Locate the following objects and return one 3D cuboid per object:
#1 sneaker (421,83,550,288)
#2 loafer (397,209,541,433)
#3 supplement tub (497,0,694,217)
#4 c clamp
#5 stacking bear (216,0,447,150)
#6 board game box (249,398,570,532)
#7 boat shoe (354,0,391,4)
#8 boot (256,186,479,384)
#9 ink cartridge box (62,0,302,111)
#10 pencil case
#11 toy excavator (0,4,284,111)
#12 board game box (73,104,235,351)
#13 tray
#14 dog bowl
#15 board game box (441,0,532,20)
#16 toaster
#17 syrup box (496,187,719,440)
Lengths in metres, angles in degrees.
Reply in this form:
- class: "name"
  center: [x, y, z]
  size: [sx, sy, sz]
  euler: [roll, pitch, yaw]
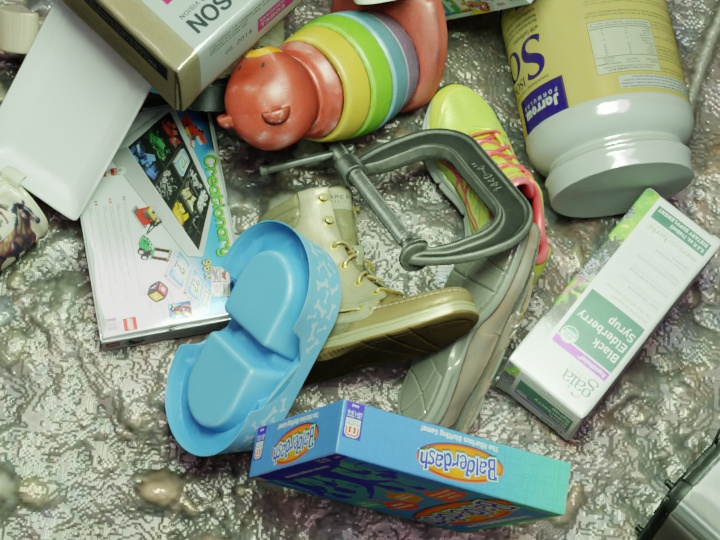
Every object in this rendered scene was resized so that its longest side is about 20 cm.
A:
- class: "sneaker"
  center: [0.116, -0.075, 1.562]
  size: [0.078, 0.090, 0.201]
  euler: [-14, 75, -24]
- class: "loafer"
  center: [0.098, 0.046, 1.511]
  size: [0.063, 0.072, 0.200]
  euler: [20, 102, -35]
- class: "supplement tub"
  center: [0.203, -0.160, 1.574]
  size: [0.145, 0.145, 0.201]
  euler: [-8, 72, -7]
- class: "c clamp"
  center: [0.038, -0.056, 1.493]
  size: [0.170, 0.027, 0.200]
  euler: [-22, 42, -20]
- class: "stacking bear"
  center: [-0.032, -0.159, 1.531]
  size: [0.200, 0.121, 0.114]
  euler: [-28, 115, -44]
- class: "board game box"
  center: [0.037, 0.154, 1.419]
  size: [0.199, 0.152, 0.045]
  euler: [17, 70, -24]
- class: "boat shoe"
  center: [0.018, -0.279, 1.582]
  size: [0.073, 0.200, 0.062]
  euler: [-10, 111, 6]
- class: "boot"
  center: [0.000, 0.000, 1.511]
  size: [0.200, 0.073, 0.156]
  euler: [-18, 65, 32]
- class: "ink cartridge box"
  center: [-0.130, -0.254, 1.462]
  size: [0.165, 0.075, 0.200]
  euler: [42, 72, 11]
- class: "pencil case"
  center: [-0.350, -0.005, 1.512]
  size: [0.200, 0.089, 0.078]
  euler: [-41, 78, -16]
- class: "toy excavator"
  center: [-0.184, -0.198, 1.580]
  size: [0.194, 0.200, 0.100]
  euler: [-13, 110, -46]
- class: "board game box"
  center: [-0.172, -0.040, 1.564]
  size: [0.126, 0.035, 0.201]
  euler: [-10, 72, -6]
- class: "tray"
  center: [-0.229, -0.152, 1.526]
  size: [0.107, 0.022, 0.200]
  euler: [33, 106, 6]
- class: "dog bowl"
  center: [-0.084, 0.059, 1.482]
  size: [0.111, 0.049, 0.200]
  euler: [39, 105, 44]
- class: "board game box"
  center: [0.114, -0.277, 1.585]
  size: [0.034, 0.200, 0.135]
  euler: [44, 70, -23]
- class: "toaster"
  center: [0.319, 0.170, 1.445]
  size: [0.119, 0.200, 0.181]
  euler: [42, 73, 14]
- class: "syrup box"
  center: [0.206, 0.038, 1.542]
  size: [0.079, 0.081, 0.200]
  euler: [38, 72, 10]
